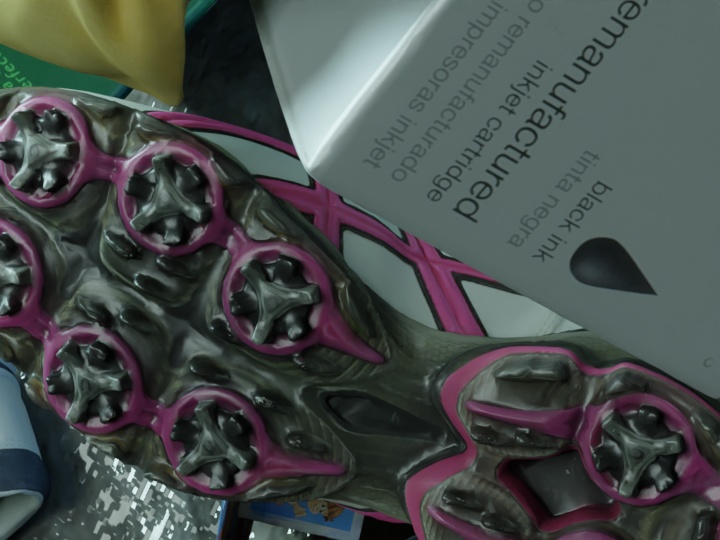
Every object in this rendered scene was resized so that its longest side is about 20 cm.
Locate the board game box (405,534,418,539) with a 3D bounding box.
[{"bbox_3d":[0.057,0.103,0.640,0.135,0.199,0.035,40,140,37],"label":"board game box"}]

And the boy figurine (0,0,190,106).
[{"bbox_3d":[-0.012,-0.106,0.568,0.200,0.064,0.125,-50,25,27],"label":"boy figurine"}]

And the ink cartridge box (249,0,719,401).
[{"bbox_3d":[0.101,-0.049,0.610,0.145,0.199,0.084,-52,28,21],"label":"ink cartridge box"}]

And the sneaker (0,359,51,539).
[{"bbox_3d":[-0.171,0.100,0.914,0.200,0.073,0.071,-46,52,25],"label":"sneaker"}]

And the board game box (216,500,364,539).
[{"bbox_3d":[0.000,0.000,0.766,0.039,0.158,0.201,12,86,2],"label":"board game box"}]

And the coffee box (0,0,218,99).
[{"bbox_3d":[-0.032,-0.112,0.808,0.044,0.123,0.200,43,115,-7],"label":"coffee box"}]

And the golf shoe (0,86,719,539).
[{"bbox_3d":[-0.001,0.017,0.659,0.199,0.092,0.073,27,108,7],"label":"golf shoe"}]
